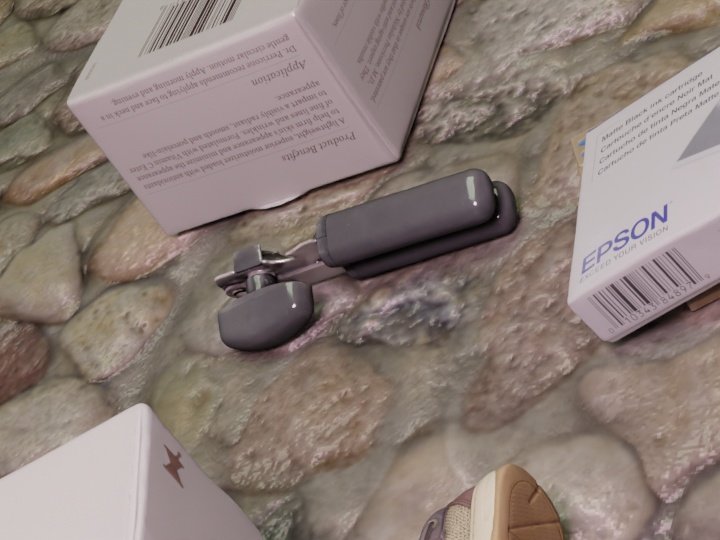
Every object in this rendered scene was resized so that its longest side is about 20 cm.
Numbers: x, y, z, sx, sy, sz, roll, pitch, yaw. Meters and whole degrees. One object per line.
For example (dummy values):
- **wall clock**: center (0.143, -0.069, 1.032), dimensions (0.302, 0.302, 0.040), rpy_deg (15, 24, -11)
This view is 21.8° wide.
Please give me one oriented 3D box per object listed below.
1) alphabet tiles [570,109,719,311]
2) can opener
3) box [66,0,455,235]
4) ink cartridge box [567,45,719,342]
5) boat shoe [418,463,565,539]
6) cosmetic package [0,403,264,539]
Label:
- **alphabet tiles**: center (0.201, -0.059, 1.011), dimensions (0.166, 0.008, 0.201), rpy_deg (-28, 31, 14)
- **can opener**: center (0.000, 0.000, 1.110), dimensions (0.199, 0.053, 0.068), rpy_deg (-17, 68, 29)
- **box**: center (-0.063, -0.154, 1.287), dimensions (0.197, 0.131, 0.201), rpy_deg (-16, 35, 31)
- **ink cartridge box**: center (0.197, -0.081, 0.960), dimensions (0.199, 0.041, 0.201), rpy_deg (-33, 27, 33)
- **boat shoe**: center (0.046, 0.172, 0.798), dimensions (0.065, 0.072, 0.201), rpy_deg (-30, 32, 33)
- **cosmetic package**: center (-0.133, 0.203, 0.835), dimensions (0.199, 0.168, 0.167), rpy_deg (-29, 31, 14)
